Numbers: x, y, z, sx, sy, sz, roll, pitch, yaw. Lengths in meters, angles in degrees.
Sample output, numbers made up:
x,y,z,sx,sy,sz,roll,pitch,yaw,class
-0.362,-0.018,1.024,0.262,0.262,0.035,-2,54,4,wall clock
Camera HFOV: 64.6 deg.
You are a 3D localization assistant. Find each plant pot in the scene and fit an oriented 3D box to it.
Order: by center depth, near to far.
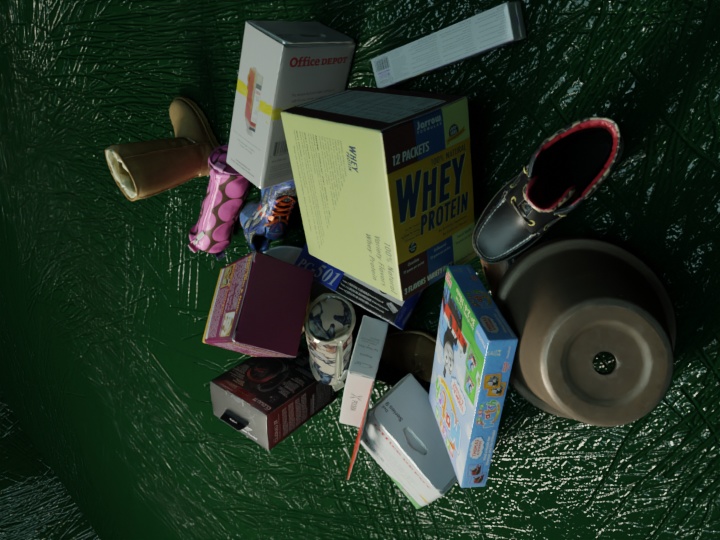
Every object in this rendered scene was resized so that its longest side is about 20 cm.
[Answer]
x,y,z,sx,sy,sz,roll,pitch,yaw,class
0.230,0.073,0.575,0.195,0.174,0.206,2,98,12,plant pot

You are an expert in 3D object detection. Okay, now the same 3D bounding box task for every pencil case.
x,y,z,sx,sy,sz,roll,pitch,yaw,class
-0.046,0.115,0.899,0.090,0.077,0.201,50,160,22,pencil case
-0.252,-0.122,1.019,0.090,0.093,0.202,41,129,18,pencil case

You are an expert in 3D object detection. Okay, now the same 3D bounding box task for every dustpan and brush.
x,y,z,sx,sy,sz,roll,pitch,yaw,class
-0.076,0.012,0.955,0.198,0.057,0.142,-6,117,51,dustpan and brush

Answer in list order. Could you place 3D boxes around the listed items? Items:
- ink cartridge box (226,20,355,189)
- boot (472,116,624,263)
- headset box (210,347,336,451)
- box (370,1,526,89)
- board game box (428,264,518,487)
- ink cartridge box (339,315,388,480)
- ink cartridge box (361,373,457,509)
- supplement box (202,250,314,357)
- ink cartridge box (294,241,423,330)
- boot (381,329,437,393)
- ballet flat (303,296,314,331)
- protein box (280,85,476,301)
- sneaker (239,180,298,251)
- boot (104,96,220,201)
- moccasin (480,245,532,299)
x,y,z,sx,sy,sz,roll,pitch,yaw,class
-0.099,-0.236,0.802,0.083,0.144,0.203,36,128,25,ink cartridge box
0.184,-0.077,0.581,0.199,0.150,0.074,-40,83,21,boot
-0.157,0.216,1.006,0.146,0.199,0.077,18,120,33,headset box
0.099,-0.266,0.686,0.197,0.038,0.042,-6,106,43,box
0.123,0.120,0.664,0.152,0.036,0.204,-107,17,-60,board game box
-0.007,0.193,0.846,0.043,0.176,0.202,15,146,4,ink cartridge box
0.078,0.259,0.843,0.145,0.087,0.201,46,160,17,ink cartridge box
-0.163,0.059,0.885,0.199,0.101,0.134,-13,61,62,supplement box
0.000,0.000,0.852,0.198,0.044,0.095,28,86,30,ink cartridge box
0.093,0.142,0.841,0.197,0.075,0.075,12,121,40,boot
-0.136,0.091,0.987,0.076,0.064,0.200,47,148,-4,ballet flat
0.024,-0.107,0.708,0.198,0.133,0.203,25,133,47,protein box
-0.137,-0.094,0.933,0.200,0.074,0.080,-41,56,52,sneaker
-0.346,-0.220,0.986,0.176,0.198,0.066,52,133,10,boot
0.190,0.035,0.713,0.077,0.073,0.205,-14,99,64,moccasin
